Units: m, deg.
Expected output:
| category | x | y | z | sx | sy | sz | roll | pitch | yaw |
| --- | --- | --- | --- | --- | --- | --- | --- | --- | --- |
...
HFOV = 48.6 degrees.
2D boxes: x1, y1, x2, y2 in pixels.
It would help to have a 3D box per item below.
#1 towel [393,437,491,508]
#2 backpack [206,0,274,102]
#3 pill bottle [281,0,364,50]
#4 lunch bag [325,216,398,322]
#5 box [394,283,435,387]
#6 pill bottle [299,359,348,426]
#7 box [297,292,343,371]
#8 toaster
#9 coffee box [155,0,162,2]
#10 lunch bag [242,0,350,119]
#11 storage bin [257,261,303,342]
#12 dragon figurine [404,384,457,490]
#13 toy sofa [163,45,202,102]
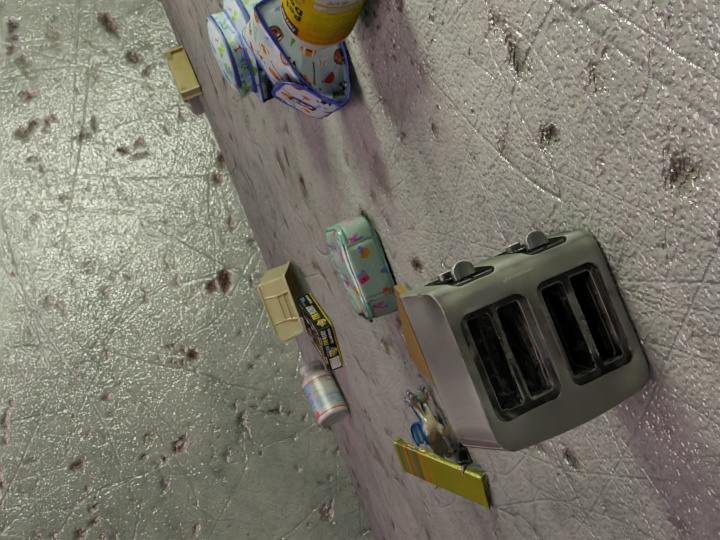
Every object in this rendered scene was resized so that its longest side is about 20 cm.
| category | x | y | z | sx | sy | sz | roll | pitch | yaw |
| --- | --- | --- | --- | --- | --- | --- | --- | --- | --- |
| towel | 0.149 | 0.369 | 1.464 | 0.199 | 0.018 | 0.086 | 14 | 135 | 40 |
| backpack | -0.208 | -0.441 | 1.526 | 0.184 | 0.146 | 0.200 | 58 | 161 | 30 |
| pill bottle | -0.048 | -0.371 | 1.064 | 0.200 | 0.109 | 0.110 | 140 | 108 | -77 |
| lunch bag | 0.000 | 0.000 | 1.532 | 0.160 | 0.077 | 0.201 | -175 | 64 | -76 |
| box | 0.120 | 0.132 | 1.377 | 0.200 | 0.021 | 0.164 | -132 | 24 | -57 |
| pill bottle | -0.124 | 0.399 | 2.611 | 0.109 | 0.108 | 0.201 | 90 | 155 | -58 |
| box | -0.122 | 0.182 | 2.391 | 0.200 | 0.049 | 0.160 | 49 | 159 | 55 |
| toaster | 0.157 | 0.074 | 0.779 | 0.119 | 0.180 | 0.201 | 149 | 100 | -76 |
| coffee box | -0.359 | -0.685 | 1.633 | 0.200 | 0.197 | 0.201 | -144 | 33 | -70 |
| lunch bag | -0.097 | -0.343 | 1.301 | 0.201 | 0.124 | 0.170 | 57 | 170 | -11 |
| storage bin | -0.240 | 0.098 | 2.520 | 0.200 | 0.093 | 0.200 | -92 | -17 | -77 |
| dragon figurine | 0.134 | 0.315 | 1.529 | 0.099 | 0.059 | 0.201 | -135 | 27 | -60 |
| toy sofa | -0.694 | -0.769 | 3.132 | 0.098 | 0.082 | 0.201 | 101 | 145 | -76 |
